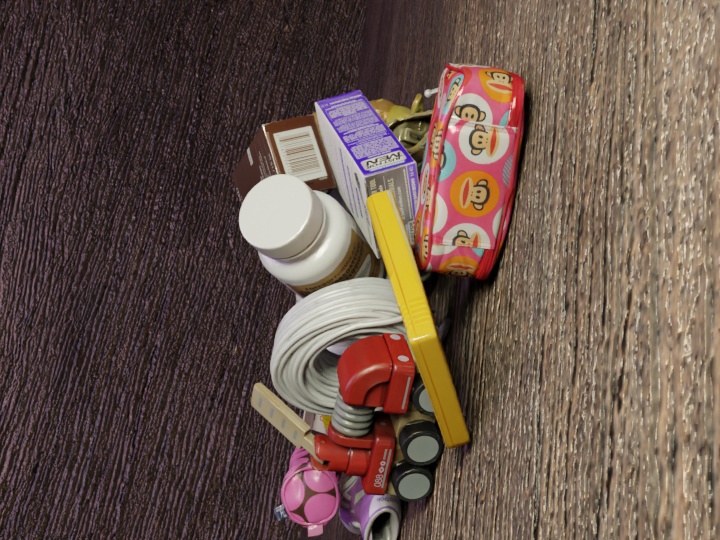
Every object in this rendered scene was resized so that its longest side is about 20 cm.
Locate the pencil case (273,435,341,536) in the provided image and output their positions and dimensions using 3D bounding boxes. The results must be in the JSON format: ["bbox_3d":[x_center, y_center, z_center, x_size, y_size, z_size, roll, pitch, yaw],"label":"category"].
[{"bbox_3d":[-0.065,0.296,1.226,0.200,0.091,0.094,-44,-62,-87],"label":"pencil case"}]

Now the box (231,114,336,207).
[{"bbox_3d":[-0.105,-0.118,1.139,0.200,0.075,0.100,145,108,-69],"label":"box"}]

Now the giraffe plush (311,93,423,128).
[{"bbox_3d":[0.030,-0.200,1.341,0.162,0.200,0.173,-49,12,-25],"label":"giraffe plush"}]

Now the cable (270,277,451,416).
[{"bbox_3d":[-0.008,0.094,1.043,0.069,0.200,0.200,-100,17,-45],"label":"cable"}]

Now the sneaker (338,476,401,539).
[{"bbox_3d":[0.010,0.338,1.180,0.201,0.073,0.114,105,169,-50],"label":"sneaker"}]

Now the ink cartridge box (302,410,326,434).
[{"bbox_3d":[-0.016,0.179,1.328,0.200,0.068,0.116,-34,-44,-65],"label":"ink cartridge box"}]

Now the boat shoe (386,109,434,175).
[{"bbox_3d":[0.059,-0.160,1.047,0.200,0.076,0.072,-16,66,59],"label":"boat shoe"}]

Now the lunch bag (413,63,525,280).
[{"bbox_3d":[0.099,-0.101,0.861,0.176,0.082,0.200,-98,17,-74],"label":"lunch bag"}]

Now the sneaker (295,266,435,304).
[{"bbox_3d":[0.000,0.000,1.142,0.078,0.200,0.086,-28,-75,-71],"label":"sneaker"}]

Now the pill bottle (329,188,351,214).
[{"bbox_3d":[-0.034,-0.127,1.223,0.200,0.111,0.111,-11,69,60],"label":"pill bottle"}]

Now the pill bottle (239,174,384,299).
[{"bbox_3d":[-0.056,-0.029,1.027,0.200,0.114,0.115,44,-132,-60],"label":"pill bottle"}]

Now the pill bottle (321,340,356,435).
[{"bbox_3d":[-0.009,0.151,1.192,0.104,0.104,0.200,-101,0,-74],"label":"pill bottle"}]

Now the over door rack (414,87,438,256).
[{"bbox_3d":[0.079,-0.130,1.194,0.148,0.066,0.200,-88,8,-53],"label":"over door rack"}]

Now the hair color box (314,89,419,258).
[{"bbox_3d":[0.009,-0.116,1.007,0.200,0.065,0.109,-116,12,-52],"label":"hair color box"}]

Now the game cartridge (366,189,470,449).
[{"bbox_3d":[0.055,0.049,0.835,0.200,0.032,0.176,-102,-7,-47],"label":"game cartridge"}]

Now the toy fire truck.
[{"bbox_3d":[-0.016,0.151,0.975,0.129,0.200,0.176,-109,27,-63],"label":"toy fire truck"}]
